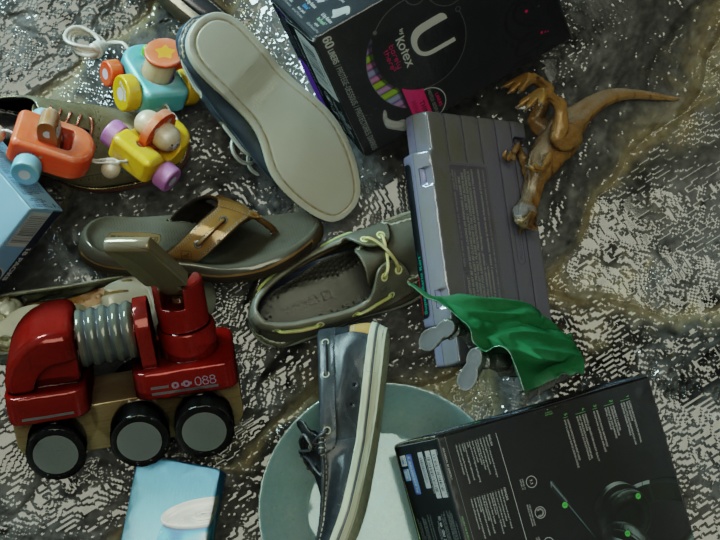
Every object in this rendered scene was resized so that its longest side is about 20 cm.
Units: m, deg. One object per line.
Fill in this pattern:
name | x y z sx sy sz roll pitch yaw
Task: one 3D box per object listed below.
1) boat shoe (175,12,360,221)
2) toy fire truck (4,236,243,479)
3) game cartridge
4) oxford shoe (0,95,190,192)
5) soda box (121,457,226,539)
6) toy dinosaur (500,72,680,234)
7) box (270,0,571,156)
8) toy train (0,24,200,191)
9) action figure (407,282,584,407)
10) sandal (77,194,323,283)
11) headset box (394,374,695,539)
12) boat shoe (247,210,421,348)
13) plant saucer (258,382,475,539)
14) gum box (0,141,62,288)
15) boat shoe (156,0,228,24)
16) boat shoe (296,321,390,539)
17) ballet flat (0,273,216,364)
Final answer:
boat shoe | -0.077 -0.121 1.276 0.200 0.062 0.075 45 76 -19
toy fire truck | -0.186 0.049 1.189 0.175 0.129 0.201 -8 115 -3
game cartridge | 0.094 -0.024 1.262 0.129 0.038 0.201 0 79 -41
oxford shoe | -0.241 -0.106 1.291 0.199 0.075 0.071 1 79 -1
soda box | -0.157 0.249 1.236 0.068 0.064 0.201 10 81 1
toy dinosaur | 0.166 -0.117 1.300 0.200 0.060 0.106 -48 122 -21
box | 0.049 -0.205 1.272 0.200 0.106 0.122 -31 127 -6
toy train | -0.200 -0.137 1.252 0.150 0.056 0.200 21 43 -8
action figure | 0.117 0.059 1.187 0.118 0.200 0.055 48 110 25
sandal | -0.131 -0.034 1.276 0.199 0.082 0.055 3 125 6
headset box | 0.151 0.186 1.206 0.199 0.093 0.175 -15 85 -21
boat shoe | 0.001 0.003 1.282 0.201 0.060 0.072 -26 81 -5
plant saucer | 0.019 0.191 1.261 0.200 0.039 0.202 0 80 0
gum box | -0.354 -0.054 1.247 0.200 0.045 0.170 47 107 18
boat shoe | -0.168 -0.267 1.323 0.200 0.073 0.063 43 85 11
boat shoe | -0.019 0.135 1.216 0.062 0.075 0.201 6 75 6
ballet flat | -0.215 0.038 1.272 0.199 0.064 0.068 -10 79 -3
